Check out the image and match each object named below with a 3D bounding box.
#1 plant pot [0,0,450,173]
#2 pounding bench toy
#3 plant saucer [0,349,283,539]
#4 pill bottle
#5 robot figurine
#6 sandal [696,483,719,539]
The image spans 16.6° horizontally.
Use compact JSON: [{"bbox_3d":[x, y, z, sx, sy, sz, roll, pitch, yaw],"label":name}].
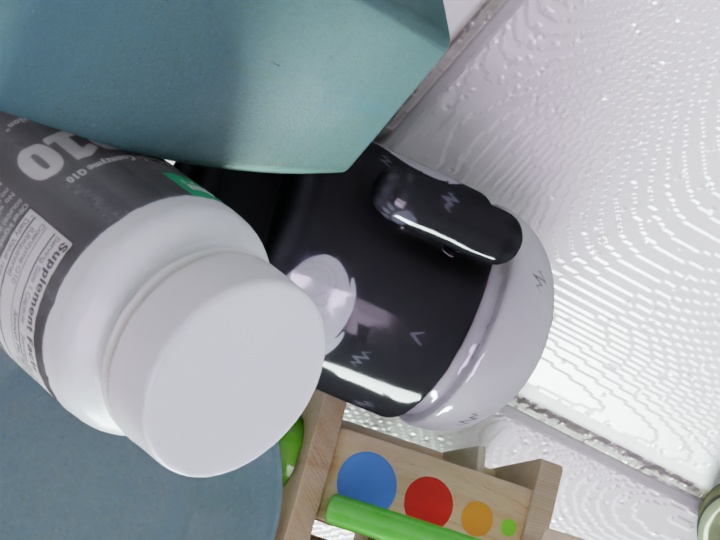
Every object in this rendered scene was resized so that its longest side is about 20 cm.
[{"bbox_3d":[-0.070,-0.135,1.087,0.200,0.141,0.141,22,128,-27],"label":"plant pot"},{"bbox_3d":[0.012,0.137,1.266,0.156,0.124,0.200,20,164,-18],"label":"pounding bench toy"},{"bbox_3d":[-0.139,0.103,1.213,0.201,0.201,0.039,18,164,-16],"label":"plant saucer"},{"bbox_3d":[-0.111,0.002,1.095,0.113,0.200,0.113,-24,131,-30],"label":"pill bottle"},{"bbox_3d":[0.000,-0.001,1.209,0.200,0.150,0.125,24,99,-19],"label":"robot figurine"},{"bbox_3d":[0.229,0.192,1.419,0.080,0.057,0.201,2,131,-3],"label":"sandal"}]
